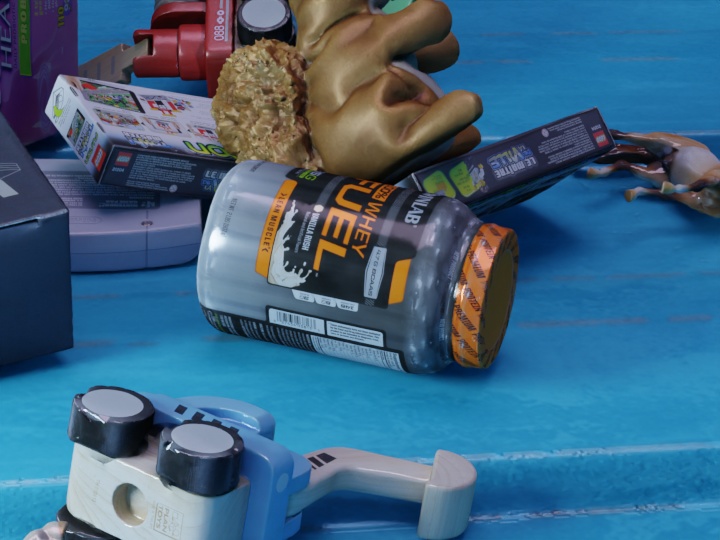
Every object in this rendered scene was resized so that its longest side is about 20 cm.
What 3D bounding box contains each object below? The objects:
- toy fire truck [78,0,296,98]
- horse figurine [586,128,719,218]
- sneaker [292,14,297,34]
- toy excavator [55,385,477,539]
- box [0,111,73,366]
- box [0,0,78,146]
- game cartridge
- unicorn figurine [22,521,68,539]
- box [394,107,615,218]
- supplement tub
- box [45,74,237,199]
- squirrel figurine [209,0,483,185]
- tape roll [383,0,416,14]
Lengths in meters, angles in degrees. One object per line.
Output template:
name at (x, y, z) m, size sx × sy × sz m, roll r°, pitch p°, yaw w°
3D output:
toy fire truck at (-0.154, -0.208, 1.840) m, size 0.199 × 0.129 × 0.177 m, roll -1°, pitch 52°, yaw 0°
horse figurine at (0.248, -0.074, 1.741) m, size 0.132 × 0.050 × 0.200 m, roll 3°, pitch 18°, yaw -29°
sneaker at (-0.020, -0.246, 2.011) m, size 0.077 × 0.092 × 0.200 m, roll -15°, pitch 32°, yaw -30°
toy excavator at (-0.053, 0.122, 1.297) m, size 0.194 × 0.100 × 0.200 m, roll 20°, pitch 23°, yaw 27°
box at (-0.317, -0.023, 1.476) m, size 0.196 × 0.118 × 0.200 m, roll -14°, pitch 39°, yaw -23°
box at (-0.305, -0.186, 1.724) m, size 0.096 × 0.177 × 0.200 m, roll 6°, pitch 15°, yaw 19°
game cartridge at (-0.218, -0.043, 1.654) m, size 0.199 × 0.041 × 0.133 m, roll 1°, pitch 24°, yaw -5°
unicorn figurine at (-0.159, 0.201, 1.132) m, size 0.199 × 0.074 × 0.138 m, roll 14°, pitch 39°, yaw 8°
box at (0.085, -0.062, 1.640) m, size 0.199 × 0.035 × 0.110 m, roll -21°, pitch -7°, yaw -40°
supplement tub at (0.000, 0.000, 1.496) m, size 0.199 × 0.123 × 0.123 m, roll 11°, pitch 28°, yaw 16°
box at (-0.130, -0.096, 1.687) m, size 0.199 × 0.035 × 0.110 m, roll 7°, pitch 29°, yaw -36°
squirrel figurine at (-0.024, -0.146, 1.610) m, size 0.199 × 0.187 × 0.142 m, roll -28°, pitch -6°, yaw 6°
tape roll at (-0.046, -0.223, 1.920) m, size 0.199 × 0.048 × 0.201 m, roll -6°, pitch 51°, yaw 8°
